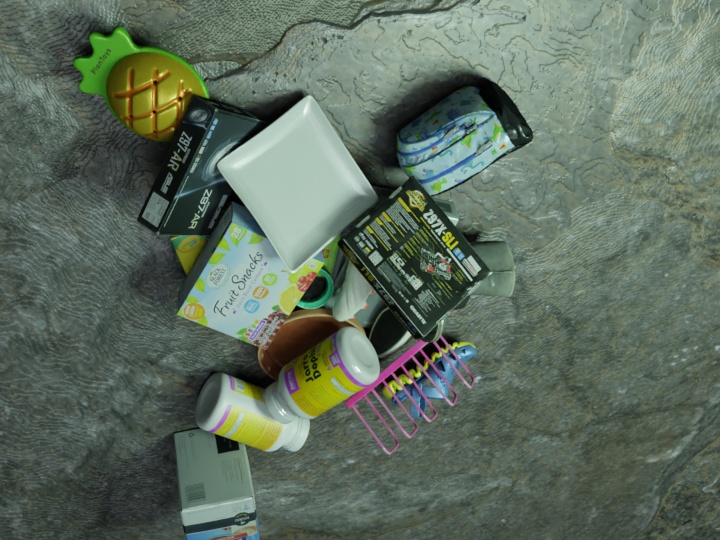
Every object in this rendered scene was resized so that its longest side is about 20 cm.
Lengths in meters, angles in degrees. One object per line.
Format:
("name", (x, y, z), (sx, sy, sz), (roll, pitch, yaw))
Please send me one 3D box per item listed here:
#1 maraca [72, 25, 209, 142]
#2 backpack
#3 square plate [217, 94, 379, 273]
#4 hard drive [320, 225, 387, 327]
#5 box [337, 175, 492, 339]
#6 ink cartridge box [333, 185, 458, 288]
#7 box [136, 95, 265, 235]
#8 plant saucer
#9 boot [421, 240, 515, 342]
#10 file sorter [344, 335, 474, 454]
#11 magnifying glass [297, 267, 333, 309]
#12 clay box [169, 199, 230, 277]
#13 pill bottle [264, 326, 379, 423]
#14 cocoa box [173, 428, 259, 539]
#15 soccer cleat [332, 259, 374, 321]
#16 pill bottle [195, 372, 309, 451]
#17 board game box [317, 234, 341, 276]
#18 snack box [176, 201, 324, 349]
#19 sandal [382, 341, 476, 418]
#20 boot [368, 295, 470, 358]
("maraca", (-0.309, -0.261, 1.335), (0.198, 0.108, 0.137), (31, 114, -26))
("backpack", (0.154, -0.208, 1.496), (0.153, 0.164, 0.200), (37, 112, -23))
("square plate", (-0.094, -0.132, 1.435), (0.198, 0.028, 0.201), (-40, 103, -24))
("hard drive", (0.010, 0.008, 1.648), (0.137, 0.033, 0.203), (4, 120, -20))
("box", (0.085, -0.019, 1.466), (0.159, 0.049, 0.201), (-41, 92, -18))
("ink cartridge box", (0.054, -0.046, 1.592), (0.160, 0.058, 0.201), (8, 139, -22))
("box", (-0.234, -0.149, 1.389), (0.043, 0.160, 0.202), (31, 101, 16))
("plant saucer", (-0.086, 0.135, 1.673), (0.196, 0.033, 0.202), (-5, 137, -5))
("boot", (0.177, 0.032, 1.580), (0.198, 0.072, 0.186), (7, 83, -43))
("file sorter", (0.094, 0.215, 1.677), (0.199, 0.139, 0.126), (-40, 84, 8))
("magnifying glass", (-0.116, -0.009, 1.546), (0.079, 0.022, 0.200), (-35, 123, 8))
("clay box", (-0.237, -0.022, 1.542), (0.113, 0.048, 0.202), (-21, 125, -3))
("pill bottle", (-0.071, 0.188, 1.620), (0.199, 0.105, 0.104), (-34, 126, 23))
("cocoa box", (-0.262, 0.398, 1.703), (0.131, 0.201, 0.133), (-9, 124, -10))
("soccer cleat", (0.000, 0.000, 1.550), (0.077, 0.070, 0.201), (23, 120, -27))
("pill bottle", (-0.192, 0.265, 1.701), (0.198, 0.105, 0.105), (26, 111, -29))
("board game box", (-0.079, -0.090, 1.549), (0.100, 0.048, 0.203), (4, 120, -19))
("snack box", (-0.178, 0.012, 1.497), (0.167, 0.068, 0.201), (24, 119, -23))
("sandal", (0.142, 0.208, 1.772), (0.199, 0.088, 0.079), (-37, 158, 13))
("boot", (0.113, 0.084, 1.676), (0.143, 0.073, 0.201), (10, 127, -50))
